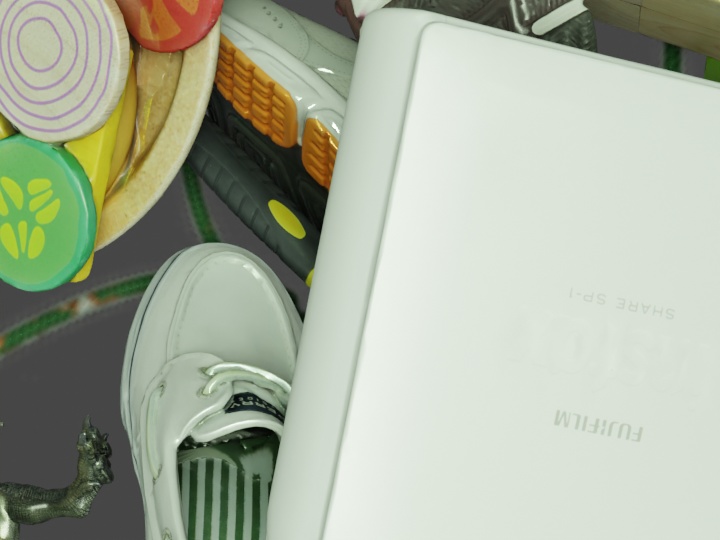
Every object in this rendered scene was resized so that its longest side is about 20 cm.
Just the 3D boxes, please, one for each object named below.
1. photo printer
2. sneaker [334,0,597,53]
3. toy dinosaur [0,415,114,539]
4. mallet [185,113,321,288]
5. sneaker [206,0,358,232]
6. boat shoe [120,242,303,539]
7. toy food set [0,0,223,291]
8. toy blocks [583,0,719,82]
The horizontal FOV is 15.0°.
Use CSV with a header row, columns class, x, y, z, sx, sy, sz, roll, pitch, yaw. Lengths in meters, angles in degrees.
class,x,y,z,sx,sy,sz,roll,pitch,yaw
photo printer,0.060,0.034,0.835,0.166,0.069,0.201,12,89,-19
sneaker,0.010,-0.110,0.919,0.075,0.115,0.201,-22,88,-16
toy dinosaur,-0.124,0.104,0.959,0.088,0.047,0.201,-19,87,10
mallet,0.000,0.000,0.921,0.066,0.041,0.200,-28,67,-22
sneaker,0.032,-0.041,0.951,0.200,0.076,0.092,38,63,16
boat shoe,-0.037,0.064,0.899,0.073,0.067,0.201,7,53,-17
toy food set,-0.128,-0.097,0.933,0.197,0.049,0.201,22,110,27
toy blocks,0.165,-0.134,0.934,0.199,0.100,0.137,20,76,9
